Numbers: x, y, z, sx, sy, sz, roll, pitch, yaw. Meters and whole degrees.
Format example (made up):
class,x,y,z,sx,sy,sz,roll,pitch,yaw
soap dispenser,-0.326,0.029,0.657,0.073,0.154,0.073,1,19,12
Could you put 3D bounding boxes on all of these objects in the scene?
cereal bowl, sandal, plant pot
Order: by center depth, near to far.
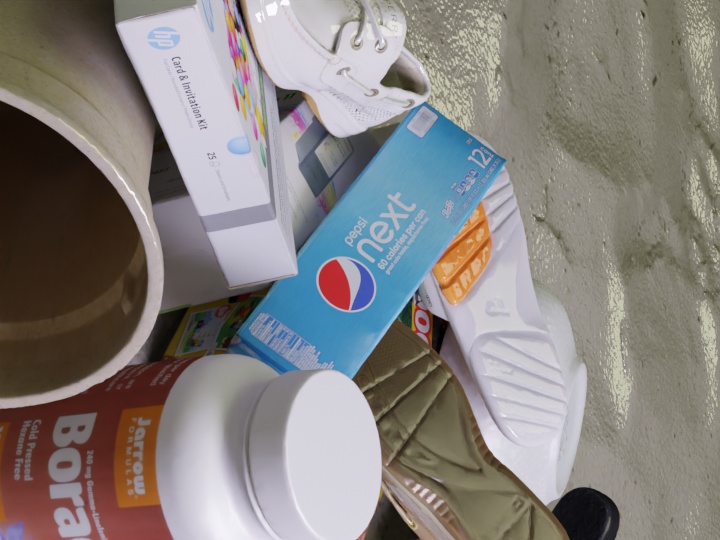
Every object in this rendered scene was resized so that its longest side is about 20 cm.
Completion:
class,x,y,z,sx,sy,sz,roll,pitch,yaw
plant pot,-0.174,-0.069,0.956,0.201,0.200,0.184,57,27,-34
sandal,0.068,0.016,1.275,0.079,0.059,0.207,-11,81,-31
sandal,0.122,0.243,1.371,0.045,0.075,0.200,36,85,-38
cereal bowl,0.104,0.100,1.372,0.200,0.083,0.201,10,90,-76

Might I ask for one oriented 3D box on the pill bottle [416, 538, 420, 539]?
class,x,y,z,sx,sy,sz,roll,pitch,yaw
pill bottle,0.045,0.271,1.275,0.113,0.113,0.200,58,39,-33

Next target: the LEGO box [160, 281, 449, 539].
class,x,y,z,sx,sy,sz,roll,pitch,yaw
LEGO box,-0.030,0.047,1.240,0.149,0.077,0.200,59,38,-33

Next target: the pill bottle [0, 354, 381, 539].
class,x,y,z,sx,sy,sz,roll,pitch,yaw
pill bottle,-0.095,0.100,1.006,0.112,0.199,0.113,21,65,-55

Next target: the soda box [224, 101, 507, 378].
class,x,y,z,sx,sy,sz,roll,pitch,yaw
soda box,0.000,0.000,1.121,0.064,0.068,0.200,36,56,3

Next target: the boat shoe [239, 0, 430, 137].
class,x,y,z,sx,sy,sz,roll,pitch,yaw
boat shoe,-0.010,-0.127,1.059,0.200,0.069,0.071,34,45,-70

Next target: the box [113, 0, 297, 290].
class,x,y,z,sx,sy,sz,roll,pitch,yaw
box,-0.077,-0.111,0.974,0.200,0.041,0.156,70,9,-52

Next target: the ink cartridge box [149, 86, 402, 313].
class,x,y,z,sx,sy,sz,roll,pitch,yaw
ink cartridge box,-0.068,-0.056,1.166,0.067,0.117,0.200,64,35,-19

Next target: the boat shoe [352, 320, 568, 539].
class,x,y,z,sx,sy,sz,roll,pitch,yaw
boat shoe,0.038,0.113,1.173,0.074,0.066,0.200,-35,89,-28
